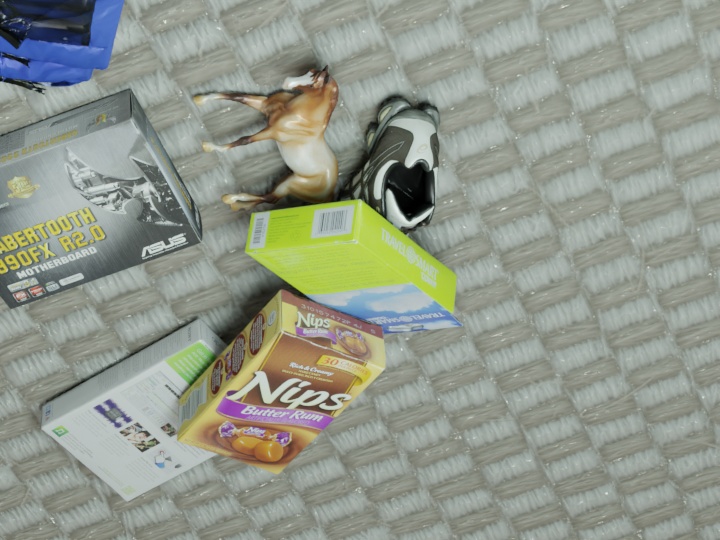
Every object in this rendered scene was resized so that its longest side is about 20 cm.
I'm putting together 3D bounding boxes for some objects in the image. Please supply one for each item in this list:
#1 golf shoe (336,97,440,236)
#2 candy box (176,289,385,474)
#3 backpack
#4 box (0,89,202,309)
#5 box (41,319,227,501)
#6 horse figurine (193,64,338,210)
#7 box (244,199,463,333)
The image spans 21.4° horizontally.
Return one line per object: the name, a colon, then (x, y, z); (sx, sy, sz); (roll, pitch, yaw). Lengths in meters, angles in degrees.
golf shoe: (0.025, -0.058, 1.741); (0.077, 0.095, 0.200); (3, 133, -12)
candy box: (-0.078, 0.109, 1.818); (0.116, 0.057, 0.200); (21, 133, -25)
backpack: (-0.291, -0.233, 1.498); (0.199, 0.163, 0.168); (7, 133, -15)
box: (-0.264, -0.062, 1.728); (0.199, 0.048, 0.159); (-18, 132, 8)
box: (-0.199, 0.143, 1.920); (0.200, 0.036, 0.144); (-28, 130, 18)
horse figurine: (-0.069, -0.102, 1.719); (0.132, 0.050, 0.200); (-9, 131, 7)
box: (0.000, 0.000, 1.741); (0.122, 0.048, 0.200); (-6, 154, 31)
